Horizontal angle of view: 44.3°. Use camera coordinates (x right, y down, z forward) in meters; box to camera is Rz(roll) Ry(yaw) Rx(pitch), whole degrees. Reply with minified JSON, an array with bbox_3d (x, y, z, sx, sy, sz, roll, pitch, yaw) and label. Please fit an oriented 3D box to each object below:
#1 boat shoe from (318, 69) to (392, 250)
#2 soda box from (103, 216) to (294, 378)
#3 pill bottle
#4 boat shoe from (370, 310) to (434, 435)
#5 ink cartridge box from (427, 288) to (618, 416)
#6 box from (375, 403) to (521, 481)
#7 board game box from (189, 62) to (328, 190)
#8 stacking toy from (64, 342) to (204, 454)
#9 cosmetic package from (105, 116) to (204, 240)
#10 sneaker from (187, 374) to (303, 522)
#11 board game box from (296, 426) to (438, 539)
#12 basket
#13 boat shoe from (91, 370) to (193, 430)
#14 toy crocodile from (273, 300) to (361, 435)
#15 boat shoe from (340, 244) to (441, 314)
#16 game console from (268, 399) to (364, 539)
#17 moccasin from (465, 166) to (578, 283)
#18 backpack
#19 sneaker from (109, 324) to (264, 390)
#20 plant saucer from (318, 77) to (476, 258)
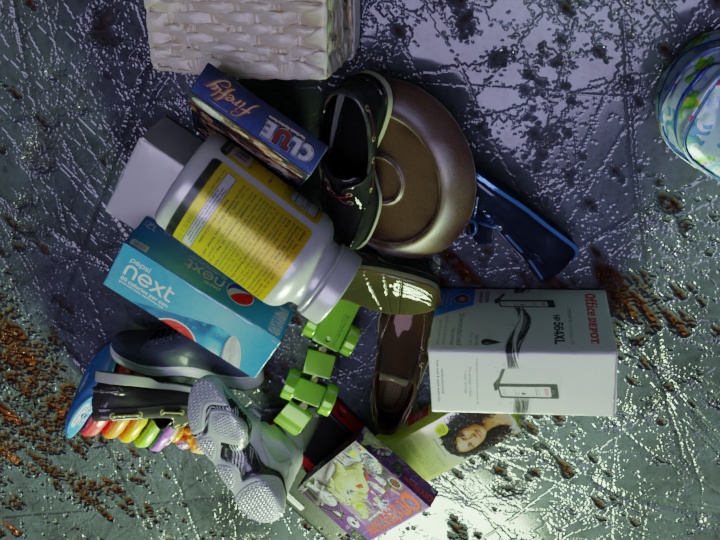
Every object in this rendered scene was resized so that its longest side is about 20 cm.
[{"bbox_3d":[-0.015,-0.103,0.913,0.073,0.063,0.203,25,128,21],"label":"boat shoe"},{"bbox_3d":[-0.177,0.030,0.981,0.199,0.064,0.068,33,122,-7],"label":"soda box"},{"bbox_3d":[-0.101,-0.037,0.907,0.199,0.113,0.113,37,118,-7],"label":"pill bottle"},{"bbox_3d":[0.051,0.111,1.066,0.074,0.075,0.205,9,119,6],"label":"boat shoe"},{"bbox_3d":[0.181,0.087,0.988,0.197,0.146,0.085,-1,116,10],"label":"ink cartridge box"},{"bbox_3d":[0.097,0.209,1.106,0.199,0.050,0.076,-33,107,15],"label":"box"},{"bbox_3d":[-0.108,-0.137,0.905,0.135,0.200,0.035,34,84,-7],"label":"board game box"},{"bbox_3d":[-0.280,0.196,1.172,0.199,0.110,0.116,32,117,-19],"label":"stacking toy"},{"bbox_3d":[-0.174,-0.070,1.009,0.199,0.085,0.108,34,118,-7],"label":"cosmetic package"},{"bbox_3d":[-0.138,0.202,1.102,0.074,0.115,0.202,-19,105,26],"label":"sneaker"},{"bbox_3d":[0.003,0.275,1.106,0.120,0.032,0.200,38,142,-2],"label":"board game box"},{"bbox_3d":[-0.106,-0.268,0.870,0.197,0.124,0.137,4,118,8],"label":"basket"},{"bbox_3d":[-0.247,0.168,1.103,0.071,0.200,0.061,1,77,42],"label":"boat shoe"},{"bbox_3d":[-0.049,0.106,1.073,0.067,0.062,0.202,21,92,-5],"label":"toy crocodile"},{"bbox_3d":[0.000,0.001,1.015,0.198,0.067,0.072,6,139,16],"label":"boat shoe"},{"bbox_3d":[-0.047,0.267,1.197,0.176,0.031,0.200,-38,105,29],"label":"game console"},{"bbox_3d":[0.146,-0.054,0.955,0.199,0.081,0.068,36,105,-8],"label":"moccasin"},{"bbox_3d":[0.381,-0.146,0.843,0.199,0.154,0.164,33,126,7],"label":"backpack"},{"bbox_3d":[-0.215,0.060,1.088,0.199,0.077,0.148,7,120,7],"label":"sneaker"},{"bbox_3d":[0.029,-0.101,0.942,0.198,0.032,0.203,18,124,29],"label":"plant saucer"}]
